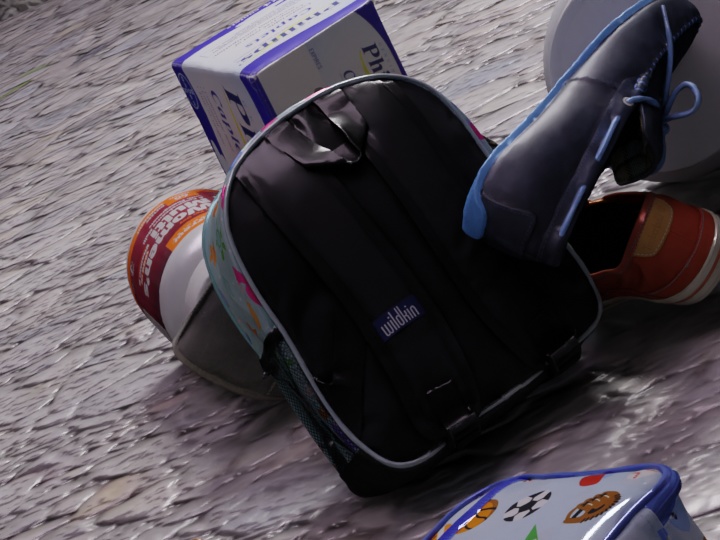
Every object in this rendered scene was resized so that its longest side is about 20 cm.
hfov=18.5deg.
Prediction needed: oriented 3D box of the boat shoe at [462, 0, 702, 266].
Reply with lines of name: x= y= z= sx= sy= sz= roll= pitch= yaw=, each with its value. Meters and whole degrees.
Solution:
boat shoe: x=0.132 y=-0.069 z=1.184 sx=0.200 sy=0.068 sz=0.084 roll=-49 pitch=-18 yaw=-25

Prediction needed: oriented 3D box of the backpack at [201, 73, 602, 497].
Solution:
backpack: x=0.012 y=0.001 z=1.217 sx=0.177 sy=0.201 sz=0.151 roll=-35 pitch=-2 yaw=-18

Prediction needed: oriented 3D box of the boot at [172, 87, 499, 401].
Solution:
boot: x=0.001 y=-0.001 z=1.355 sx=0.073 sy=0.180 sz=0.201 roll=-101 pitch=33 yaw=-63

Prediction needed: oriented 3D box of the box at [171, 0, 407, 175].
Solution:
box: x=-0.028 y=-0.089 z=1.565 sx=0.104 sy=0.185 sz=0.200 roll=-31 pitch=16 yaw=-15

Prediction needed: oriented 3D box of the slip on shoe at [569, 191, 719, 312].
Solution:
slip on shoe: x=0.133 y=-0.014 z=1.252 sx=0.200 sy=0.061 sz=0.075 roll=-4 pitch=61 yaw=66

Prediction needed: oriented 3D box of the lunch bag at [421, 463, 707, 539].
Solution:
lunch bag: x=0.046 y=0.160 z=0.913 sx=0.200 sy=0.076 sz=0.160 roll=-39 pitch=17 yaw=-33

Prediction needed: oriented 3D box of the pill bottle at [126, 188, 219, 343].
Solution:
pill bottle: x=-0.090 y=0.010 z=1.507 sx=0.109 sy=0.110 sz=0.200 roll=-31 pitch=17 yaw=-9

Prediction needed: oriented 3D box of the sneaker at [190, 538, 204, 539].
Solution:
sneaker: x=-0.103 y=0.199 z=1.023 sx=0.072 sy=0.085 sz=0.200 roll=-19 pitch=20 yaw=23

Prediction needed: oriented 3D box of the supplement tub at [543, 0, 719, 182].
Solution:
supplement tub: x=0.189 y=-0.132 z=1.345 sx=0.143 sy=0.145 sz=0.200 roll=-23 pitch=3 yaw=17
